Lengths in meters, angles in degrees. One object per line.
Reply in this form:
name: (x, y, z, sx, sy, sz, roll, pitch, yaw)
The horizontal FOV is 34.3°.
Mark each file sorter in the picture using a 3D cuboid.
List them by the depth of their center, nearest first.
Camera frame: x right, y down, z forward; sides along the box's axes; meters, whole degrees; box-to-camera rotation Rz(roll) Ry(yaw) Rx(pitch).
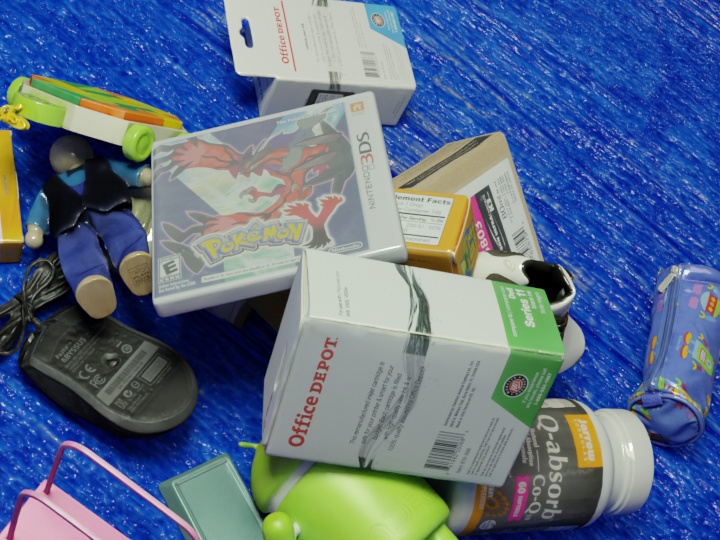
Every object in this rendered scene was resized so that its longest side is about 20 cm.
file sorter: (-0.225, 0.245, 0.827, 0.138, 0.126, 0.201, 35, 53, 1)

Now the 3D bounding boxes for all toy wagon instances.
toy wagon: (-0.242, -0.137, 1.038, 0.154, 0.040, 0.199, 23, 9, 25)

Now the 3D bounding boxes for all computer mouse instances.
computer mouse: (-0.223, 0.077, 0.986, 0.199, 0.053, 0.139, 33, 51, 14)

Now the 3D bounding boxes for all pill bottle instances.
pill bottle: (0.152, 0.172, 1.034, 0.197, 0.117, 0.118, 1, 59, -21)

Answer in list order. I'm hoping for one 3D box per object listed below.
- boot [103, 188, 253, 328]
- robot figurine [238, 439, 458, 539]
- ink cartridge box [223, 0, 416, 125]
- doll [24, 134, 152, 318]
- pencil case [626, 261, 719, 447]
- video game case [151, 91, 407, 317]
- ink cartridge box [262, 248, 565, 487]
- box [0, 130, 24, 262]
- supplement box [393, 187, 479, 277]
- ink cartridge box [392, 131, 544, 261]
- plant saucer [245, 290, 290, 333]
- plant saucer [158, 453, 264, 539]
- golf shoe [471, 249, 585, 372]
boot: (-0.145, -0.057, 1.088, 0.153, 0.072, 0.202, 21, 54, -5)
robot figurine: (-0.008, 0.191, 0.953, 0.200, 0.116, 0.175, 44, 45, 13)
ink cartridge box: (-0.052, -0.223, 1.231, 0.197, 0.067, 0.117, 1, 59, -22)
doll: (-0.226, -0.050, 1.000, 0.135, 0.049, 0.201, -28, 47, -6)
pencil case: (0.325, 0.078, 1.186, 0.087, 0.077, 0.201, 46, 48, -26)
video game case: (-0.072, -0.058, 0.937, 0.197, 0.023, 0.184, -13, 49, 4)
ink cartridge box: (0.033, 0.076, 0.886, 0.197, 0.148, 0.084, 10, 37, -14)
box: (-0.398, -0.063, 1.006, 0.197, 0.042, 0.120, -3, 62, -22)
supplement box: (-0.005, -0.027, 0.953, 0.197, 0.067, 0.069, 10, 53, 20)
ink cartridge box: (0.096, -0.005, 1.077, 0.164, 0.074, 0.202, -36, 111, -47)
plant saucer: (0.000, 0.000, 1.077, 0.200, 0.048, 0.201, 46, 50, -19)
plant saucer: (-0.090, 0.245, 0.951, 0.069, 0.019, 0.201, -20, 68, -32)
golf shoe: (0.156, 0.041, 1.012, 0.199, 0.094, 0.079, 29, 62, -44)
